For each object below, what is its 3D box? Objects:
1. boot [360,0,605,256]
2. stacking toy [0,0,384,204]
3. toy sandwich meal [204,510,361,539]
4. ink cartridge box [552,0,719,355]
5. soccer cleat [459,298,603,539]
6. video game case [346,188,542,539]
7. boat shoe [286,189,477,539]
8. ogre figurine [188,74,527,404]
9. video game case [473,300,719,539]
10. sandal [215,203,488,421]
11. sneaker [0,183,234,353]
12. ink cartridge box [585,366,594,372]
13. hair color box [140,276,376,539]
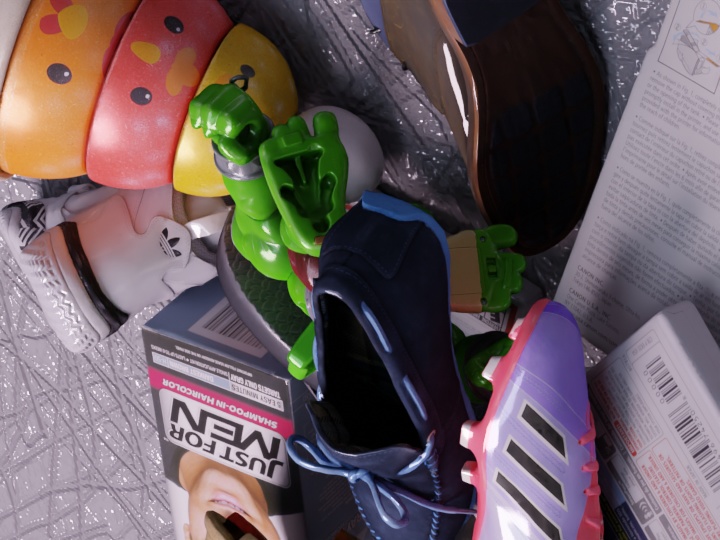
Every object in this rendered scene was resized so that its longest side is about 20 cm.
[{"bbox_3d":[0.053,-0.102,1.098,0.097,0.074,0.201,47,160,44],"label":"boot"},{"bbox_3d":[-0.080,-0.086,1.192,0.199,0.146,0.147,20,134,5],"label":"stacking toy"},{"bbox_3d":[0.007,0.175,1.200,0.205,0.070,0.205,44,177,3],"label":"toy sandwich meal"},{"bbox_3d":[0.176,-0.031,1.006,0.161,0.050,0.201,36,115,39],"label":"ink cartridge box"},{"bbox_3d":[0.080,0.105,1.036,0.076,0.067,0.201,17,119,15],"label":"soccer cleat"},{"bbox_3d":[0.014,0.050,1.265,0.143,0.017,0.201,32,136,20],"label":"video game case"},{"bbox_3d":[0.001,0.056,1.049,0.084,0.069,0.201,13,135,30],"label":"boat shoe"},{"bbox_3d":[0.000,0.000,1.121,0.199,0.099,0.120,22,160,-2],"label":"ogre figurine"},{"bbox_3d":[0.137,0.139,1.038,0.201,0.023,0.182,60,143,13],"label":"video game case"},{"bbox_3d":[-0.002,0.047,1.205,0.200,0.076,0.043,47,143,3],"label":"sandal"},{"bbox_3d":[-0.125,-0.017,1.298,0.075,0.114,0.200,64,172,-14],"label":"sneaker"},{"bbox_3d":[0.163,0.099,1.100,0.199,0.067,0.118,-4,87,43],"label":"ink cartridge box"},{"bbox_3d":[-0.051,0.109,1.308,0.099,0.061,0.201,19,132,31],"label":"hair color box"}]
